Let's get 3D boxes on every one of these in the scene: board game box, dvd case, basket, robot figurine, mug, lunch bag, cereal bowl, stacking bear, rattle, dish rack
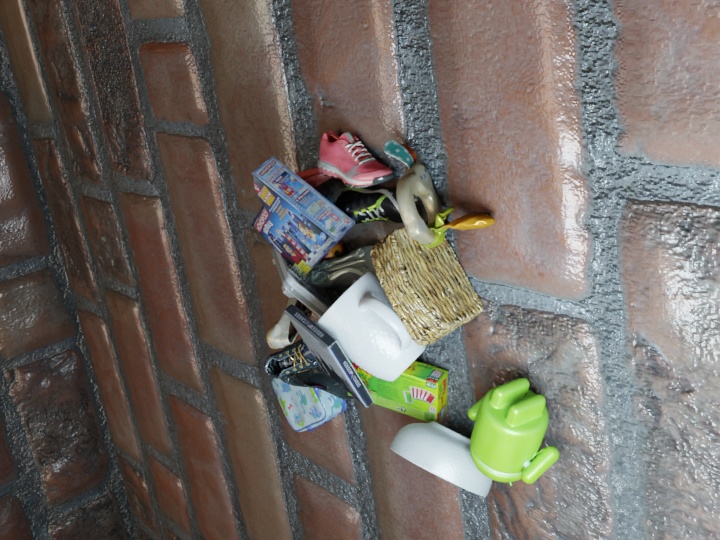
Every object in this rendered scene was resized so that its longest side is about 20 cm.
[{"bbox_3d":[0.070,0.220,1.702,0.199,0.048,0.102,15,124,26],"label":"board game box"},{"bbox_3d":[-0.059,0.163,1.651,0.150,0.025,0.200,35,160,43],"label":"dvd case"},{"bbox_3d":[0.090,0.033,1.536,0.149,0.142,0.201,-36,79,49],"label":"basket"},{"bbox_3d":[0.251,0.277,1.482,0.175,0.115,0.201,46,141,39],"label":"robot figurine"},{"bbox_3d":[0.034,0.106,1.594,0.175,0.148,0.200,45,161,5],"label":"mug"},{"bbox_3d":[-0.122,0.289,2.041,0.200,0.082,0.161,-37,78,55],"label":"lunch bag"},{"bbox_3d":[0.159,0.337,1.617,0.200,0.200,0.084,19,82,48],"label":"cereal bowl"},{"bbox_3d":[-0.091,-0.096,1.766,0.113,0.121,0.201,6,120,51],"label":"stacking bear"},{"bbox_3d":[-0.130,-0.107,1.651,0.200,0.062,0.200,47,150,0],"label":"board game box"},{"bbox_3d":[0.127,-0.151,1.462,0.143,0.130,0.201,-29,58,46],"label":"rattle"},{"bbox_3d":[-0.115,0.029,1.784,0.171,0.044,0.200,40,-168,-29],"label":"dish rack"}]

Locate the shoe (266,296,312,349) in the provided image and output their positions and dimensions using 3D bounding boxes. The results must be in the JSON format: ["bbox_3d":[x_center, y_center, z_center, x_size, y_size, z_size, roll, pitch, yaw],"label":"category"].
[{"bbox_3d":[-0.132,0.091,1.866,0.053,0.200,0.070,-14,124,40],"label":"shoe"}]

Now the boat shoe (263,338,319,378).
[{"bbox_3d":[-0.123,0.181,1.809,0.200,0.091,0.071,-32,81,54],"label":"boat shoe"}]

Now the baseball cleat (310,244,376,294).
[{"bbox_3d":[0.000,0.000,1.731,0.199,0.106,0.070,-8,67,32],"label":"baseball cleat"}]

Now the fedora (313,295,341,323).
[{"bbox_3d":[-0.055,0.149,1.861,0.177,0.090,0.200,61,146,10],"label":"fedora"}]

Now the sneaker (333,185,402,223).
[{"bbox_3d":[0.015,-0.107,1.612,0.200,0.083,0.072,20,151,54],"label":"sneaker"}]

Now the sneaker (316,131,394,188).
[{"bbox_3d":[-0.017,-0.210,1.623,0.200,0.074,0.087,24,123,45],"label":"sneaker"}]

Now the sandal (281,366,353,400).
[{"bbox_3d":[-0.097,0.230,1.918,0.199,0.048,0.076,14,90,12],"label":"sandal"}]
